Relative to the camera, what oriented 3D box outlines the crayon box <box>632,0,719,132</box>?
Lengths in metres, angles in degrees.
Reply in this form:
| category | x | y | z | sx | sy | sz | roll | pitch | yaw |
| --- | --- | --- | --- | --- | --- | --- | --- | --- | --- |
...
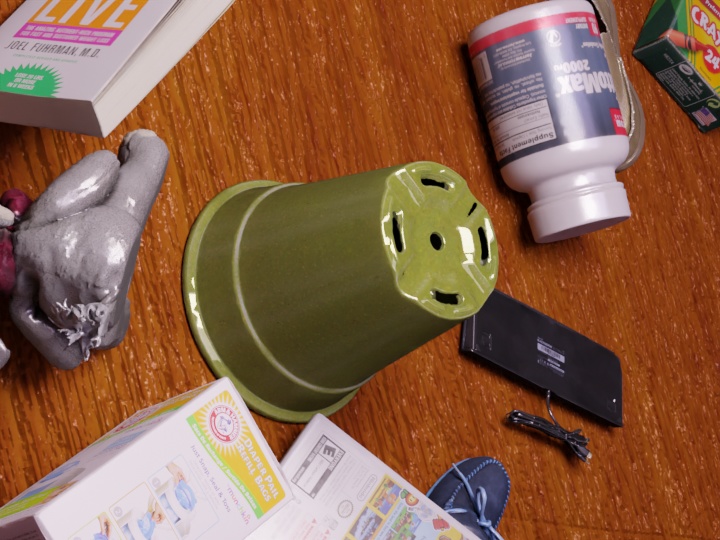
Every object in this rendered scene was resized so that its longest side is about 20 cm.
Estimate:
| category | x | y | z | sx | sy | sz | roll | pitch | yaw |
| --- | --- | --- | --- | --- | --- | --- | --- | --- | --- |
| crayon box | 0.363 | -0.258 | 2.045 | 0.127 | 0.051 | 0.200 | 43 | 50 | -23 |

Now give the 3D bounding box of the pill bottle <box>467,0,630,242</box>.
| category | x | y | z | sx | sy | sz | roll | pitch | yaw |
| --- | --- | --- | --- | --- | --- | --- | --- | --- | --- |
| pill bottle | 0.176 | -0.133 | 1.774 | 0.119 | 0.119 | 0.200 | -8 | 82 | -45 |

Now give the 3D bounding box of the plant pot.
| category | x | y | z | sx | sy | sz | roll | pitch | yaw |
| --- | --- | --- | --- | --- | --- | --- | --- | --- | --- |
| plant pot | 0.000 | 0.000 | 1.508 | 0.200 | 0.190 | 0.200 | 18 | 63 | -39 |

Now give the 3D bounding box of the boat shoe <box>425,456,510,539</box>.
| category | x | y | z | sx | sy | sz | roll | pitch | yaw |
| --- | --- | --- | --- | --- | --- | --- | --- | --- | --- |
| boat shoe | 0.080 | 0.228 | 1.587 | 0.084 | 0.069 | 0.200 | 48 | 49 | -20 |

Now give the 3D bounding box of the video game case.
| category | x | y | z | sx | sy | sz | roll | pitch | yaw |
| --- | --- | --- | --- | --- | --- | --- | --- | --- | --- |
| video game case | -0.014 | 0.234 | 1.479 | 0.182 | 0.023 | 0.200 | 38 | 54 | -3 |

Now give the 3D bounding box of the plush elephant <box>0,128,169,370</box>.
| category | x | y | z | sx | sy | sz | roll | pitch | yaw |
| --- | --- | --- | --- | --- | --- | --- | --- | --- | --- |
| plush elephant | -0.233 | -0.010 | 1.335 | 0.155 | 0.165 | 0.200 | 15 | 21 | -1 |

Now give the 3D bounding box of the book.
| category | x | y | z | sx | sy | sz | roll | pitch | yaw |
| --- | --- | --- | --- | --- | --- | --- | --- | --- | --- |
| book | -0.194 | -0.173 | 1.433 | 0.200 | 0.133 | 0.048 | -57 | 145 | -40 |

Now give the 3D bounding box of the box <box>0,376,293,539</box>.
| category | x | y | z | sx | sy | sz | roll | pitch | yaw |
| --- | --- | --- | --- | --- | --- | --- | --- | --- | --- |
| box | -0.159 | 0.171 | 1.348 | 0.200 | 0.112 | 0.101 | -35 | 99 | -45 |

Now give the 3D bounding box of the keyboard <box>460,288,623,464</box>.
| category | x | y | z | sx | sy | sz | roll | pitch | yaw |
| --- | --- | --- | --- | --- | --- | --- | --- | --- | --- |
| keyboard | 0.163 | 0.098 | 1.749 | 0.200 | 0.021 | 0.127 | 27 | 52 | -33 |

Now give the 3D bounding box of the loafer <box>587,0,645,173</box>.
| category | x | y | z | sx | sy | sz | roll | pitch | yaw |
| --- | --- | --- | --- | --- | --- | --- | --- | --- | --- |
| loafer | 0.214 | -0.185 | 1.855 | 0.067 | 0.076 | 0.200 | 28 | 45 | -56 |
